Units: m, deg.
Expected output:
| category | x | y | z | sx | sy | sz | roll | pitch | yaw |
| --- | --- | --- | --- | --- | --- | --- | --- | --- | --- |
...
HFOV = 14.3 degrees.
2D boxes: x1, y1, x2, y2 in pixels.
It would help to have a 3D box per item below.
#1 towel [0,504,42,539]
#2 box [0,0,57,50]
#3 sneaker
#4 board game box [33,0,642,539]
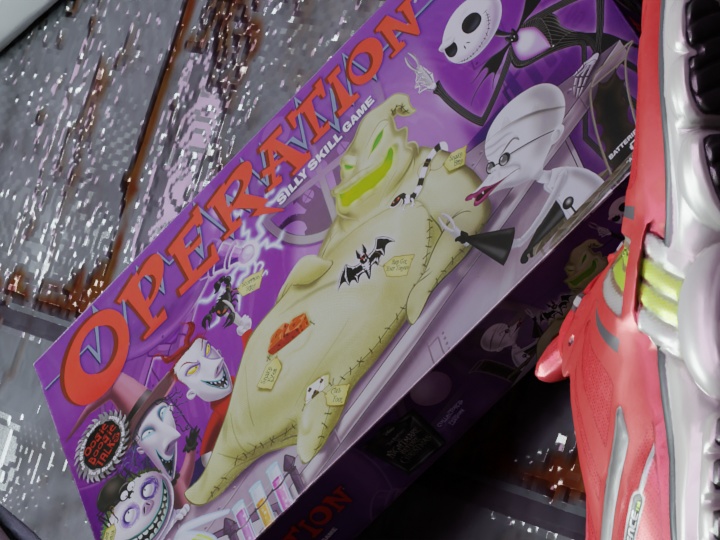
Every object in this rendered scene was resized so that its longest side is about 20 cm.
| category | x | y | z | sx | sy | sz | roll | pitch | yaw |
| --- | --- | --- | --- | --- | --- | --- | --- | --- | --- |
| towel | -0.097 | 0.172 | 0.768 | 0.200 | 0.048 | 0.171 | 40 | 119 | 47 |
| box | -0.177 | -0.194 | 0.998 | 0.200 | 0.171 | 0.199 | -32 | 49 | 43 |
| sneaker | 0.073 | 0.000 | 0.636 | 0.085 | 0.077 | 0.200 | -20 | 57 | 52 |
| board game box | 0.000 | 0.000 | 0.749 | 0.200 | 0.032 | 0.120 | -45 | 36 | 16 |
